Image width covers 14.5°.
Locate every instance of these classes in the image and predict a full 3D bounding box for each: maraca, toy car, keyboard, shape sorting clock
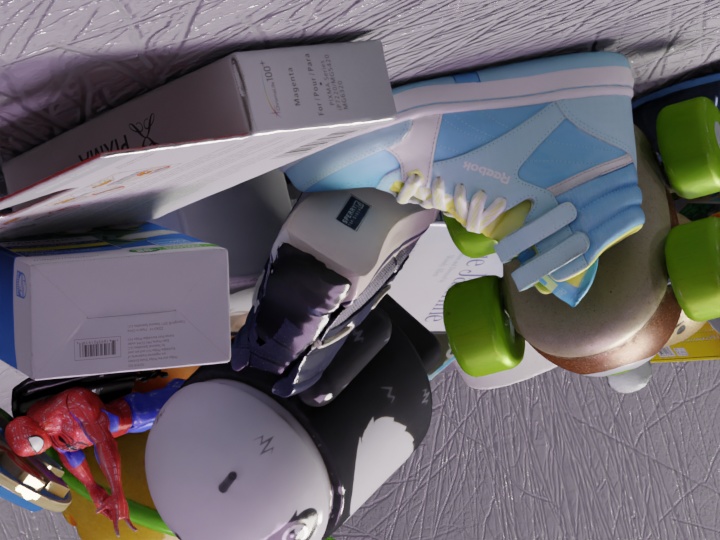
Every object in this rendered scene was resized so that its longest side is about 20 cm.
[{"bbox_3d":[-0.107,0.144,1.811,0.199,0.107,0.137,18,-164,-19],"label":"maraca"},{"bbox_3d":[0.160,0.017,1.646,0.163,0.159,0.200,-15,144,21],"label":"toy car"},{"bbox_3d":[-0.166,0.058,1.735,0.103,0.040,0.200,-14,174,-9],"label":"keyboard"},{"bbox_3d":[-0.250,0.076,1.688,0.039,0.200,0.200,-48,171,4],"label":"shape sorting clock"}]

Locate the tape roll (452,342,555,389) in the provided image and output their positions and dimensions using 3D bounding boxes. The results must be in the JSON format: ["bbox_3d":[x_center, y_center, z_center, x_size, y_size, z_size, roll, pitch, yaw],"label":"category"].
[{"bbox_3d":[0.143,0.001,2.029,0.202,0.071,0.203,-30,-169,6],"label":"tape roll"}]

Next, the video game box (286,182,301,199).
[{"bbox_3d":[0.015,-0.041,1.803,0.199,0.047,0.182,-15,177,10],"label":"video game box"}]

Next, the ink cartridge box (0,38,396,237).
[{"bbox_3d":[-0.110,-0.056,1.328,0.173,0.044,0.200,-8,173,-41],"label":"ink cartridge box"}]

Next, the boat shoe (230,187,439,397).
[{"bbox_3d":[-0.017,-0.005,1.564,0.093,0.074,0.200,-61,173,27],"label":"boat shoe"}]

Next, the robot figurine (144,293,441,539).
[{"bbox_3d":[-0.036,0.089,1.644,0.124,0.151,0.200,10,-145,34],"label":"robot figurine"}]

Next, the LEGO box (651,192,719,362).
[{"bbox_3d":[0.232,-0.016,1.822,0.149,0.077,0.200,-42,-169,-19],"label":"LEGO box"}]

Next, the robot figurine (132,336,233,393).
[{"bbox_3d":[-0.131,0.041,1.890,0.117,0.144,0.200,-58,-169,-19],"label":"robot figurine"}]

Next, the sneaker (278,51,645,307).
[{"bbox_3d":[0.061,-0.037,1.508,0.199,0.131,0.080,-12,175,-7],"label":"sneaker"}]

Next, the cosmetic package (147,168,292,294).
[{"bbox_3d":[-0.142,-0.005,1.614,0.199,0.072,0.101,-19,173,37],"label":"cosmetic package"}]

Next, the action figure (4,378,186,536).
[{"bbox_3d":[-0.127,0.110,1.694,0.199,0.100,0.065,-4,167,-45],"label":"action figure"}]

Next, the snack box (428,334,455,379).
[{"bbox_3d":[0.088,-0.001,1.912,0.200,0.037,0.116,-40,-168,-15],"label":"snack box"}]

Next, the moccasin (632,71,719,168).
[{"bbox_3d":[0.206,-0.079,1.767,0.080,0.069,0.200,-10,172,-38],"label":"moccasin"}]

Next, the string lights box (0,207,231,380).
[{"bbox_3d":[-0.148,0.008,1.436,0.102,0.059,0.200,-5,-170,-24],"label":"string lights box"}]

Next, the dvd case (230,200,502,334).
[{"bbox_3d":[0.000,0.000,1.725,0.199,0.018,0.143,0,151,-21],"label":"dvd case"}]
